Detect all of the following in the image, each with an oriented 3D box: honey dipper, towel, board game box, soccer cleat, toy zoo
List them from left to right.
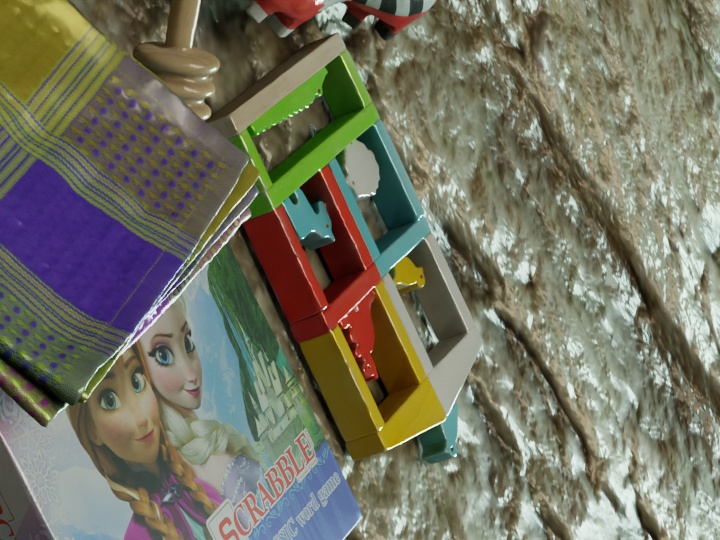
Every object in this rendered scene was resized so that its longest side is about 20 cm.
[{"bbox_3d":[-0.121,-0.037,1.076,0.144,0.023,0.200,43,32,-4],"label":"towel"},{"bbox_3d":[-0.092,0.060,1.125,0.200,0.041,0.200,63,30,-12],"label":"board game box"},{"bbox_3d":[-0.068,-0.143,1.190,0.038,0.038,0.201,-16,118,-61],"label":"honey dipper"},{"bbox_3d":[-0.009,-0.156,1.337,0.069,0.085,0.200,46,19,20],"label":"soccer cleat"},{"bbox_3d":[0.000,0.000,1.341,0.201,0.020,0.131,65,29,-10],"label":"toy zoo"}]
